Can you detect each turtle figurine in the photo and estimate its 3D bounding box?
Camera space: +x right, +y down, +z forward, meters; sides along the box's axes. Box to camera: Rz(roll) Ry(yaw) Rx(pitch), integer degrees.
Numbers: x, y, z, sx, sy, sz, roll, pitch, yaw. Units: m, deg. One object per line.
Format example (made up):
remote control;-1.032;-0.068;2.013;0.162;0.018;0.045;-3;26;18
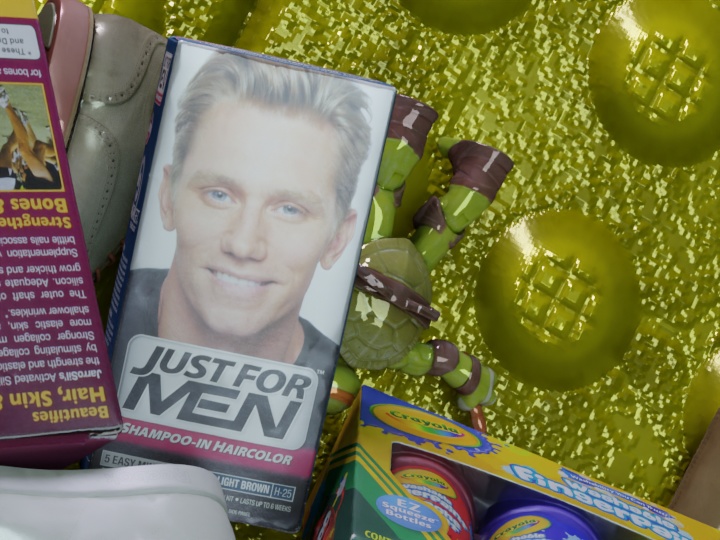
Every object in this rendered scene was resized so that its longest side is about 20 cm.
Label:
turtle figurine;0.000;0.000;1.102;0.199;0.064;0.162;26;79;-17

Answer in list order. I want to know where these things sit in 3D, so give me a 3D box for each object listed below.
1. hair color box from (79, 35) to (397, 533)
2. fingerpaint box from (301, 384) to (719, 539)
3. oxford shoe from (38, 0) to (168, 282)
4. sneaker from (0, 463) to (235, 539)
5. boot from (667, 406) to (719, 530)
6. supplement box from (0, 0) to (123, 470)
hair color box;-0.056;0.005;1.034;0.099;0.061;0.201;11;95;-9
fingerpaint box;0.076;0.143;1.026;0.199;0.167;0.074;23;108;-5
oxford shoe;-0.125;-0.021;1.062;0.074;0.071;0.201;13;85;-24
sneaker;-0.139;0.125;0.919;0.199;0.073;0.085;-5;51;-20
boot;0.213;0.169;1.166;0.175;0.066;0.200;40;75;-13
supplement box;-0.193;-0.010;0.968;0.130;0.103;0.201;-1;72;-39
